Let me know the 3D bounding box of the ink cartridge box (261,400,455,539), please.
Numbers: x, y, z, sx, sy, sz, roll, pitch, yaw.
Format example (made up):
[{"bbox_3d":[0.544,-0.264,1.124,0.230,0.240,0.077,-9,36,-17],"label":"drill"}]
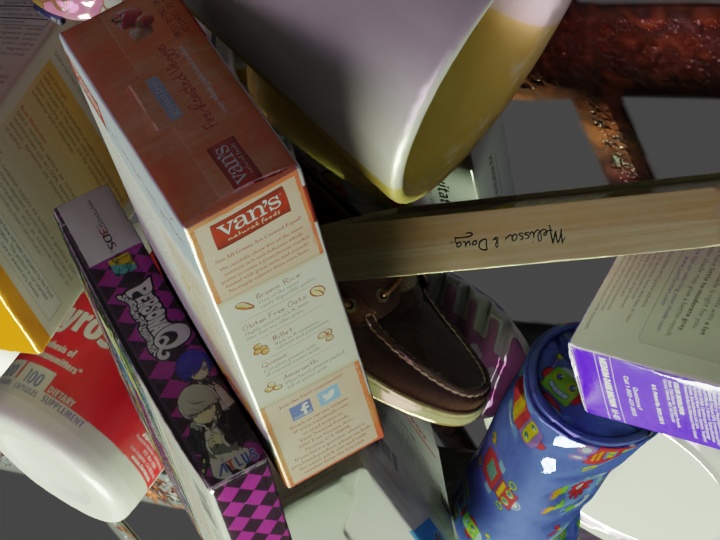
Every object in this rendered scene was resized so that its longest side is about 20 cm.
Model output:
[{"bbox_3d":[-0.003,0.114,1.163,0.068,0.200,0.116,-30,116,11],"label":"ink cartridge box"}]

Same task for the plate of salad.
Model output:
[{"bbox_3d":[0.166,0.109,1.174,0.200,0.048,0.200,24,148,16],"label":"plate of salad"}]

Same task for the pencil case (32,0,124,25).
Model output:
[{"bbox_3d":[-0.152,-0.215,0.958,0.083,0.086,0.200,52,163,33],"label":"pencil case"}]

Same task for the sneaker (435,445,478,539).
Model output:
[{"bbox_3d":[0.044,0.160,1.340,0.199,0.076,0.114,12,148,36],"label":"sneaker"}]

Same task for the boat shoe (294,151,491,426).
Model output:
[{"bbox_3d":[0.000,0.000,1.061,0.200,0.072,0.072,44,124,8],"label":"boat shoe"}]

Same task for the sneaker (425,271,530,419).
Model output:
[{"bbox_3d":[0.013,0.015,1.150,0.200,0.088,0.081,27,106,6],"label":"sneaker"}]

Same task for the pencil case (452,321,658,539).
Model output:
[{"bbox_3d":[0.110,0.101,1.095,0.078,0.087,0.200,60,156,22],"label":"pencil case"}]

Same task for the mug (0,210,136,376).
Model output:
[{"bbox_3d":[-0.192,0.032,1.312,0.153,0.150,0.187,26,158,-4],"label":"mug"}]

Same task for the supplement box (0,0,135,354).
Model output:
[{"bbox_3d":[-0.181,-0.071,1.078,0.073,0.200,0.126,6,141,33],"label":"supplement box"}]

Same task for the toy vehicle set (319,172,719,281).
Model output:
[{"bbox_3d":[0.088,-0.022,0.933,0.200,0.124,0.027,-5,94,22],"label":"toy vehicle set"}]

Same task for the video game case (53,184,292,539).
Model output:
[{"bbox_3d":[-0.086,0.080,0.991,0.181,0.036,0.200,56,168,32],"label":"video game case"}]

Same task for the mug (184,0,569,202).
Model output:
[{"bbox_3d":[-0.009,-0.119,0.876,0.153,0.149,0.187,35,115,12],"label":"mug"}]

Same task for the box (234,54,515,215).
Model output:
[{"bbox_3d":[-0.018,-0.088,1.062,0.200,0.041,0.156,17,148,23],"label":"box"}]

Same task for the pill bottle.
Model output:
[{"bbox_3d":[-0.132,0.044,1.195,0.112,0.200,0.112,31,158,14],"label":"pill bottle"}]

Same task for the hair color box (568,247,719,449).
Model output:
[{"bbox_3d":[0.217,0.038,0.958,0.200,0.109,0.065,14,145,30],"label":"hair color box"}]

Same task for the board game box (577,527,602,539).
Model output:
[{"bbox_3d":[0.194,0.274,1.404,0.199,0.041,0.200,34,151,-5],"label":"board game box"}]

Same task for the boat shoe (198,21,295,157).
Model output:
[{"bbox_3d":[-0.063,-0.049,1.015,0.065,0.074,0.200,-4,108,-5],"label":"boat shoe"}]

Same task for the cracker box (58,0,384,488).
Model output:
[{"bbox_3d":[-0.058,-0.012,0.871,0.134,0.058,0.200,55,169,37],"label":"cracker box"}]
